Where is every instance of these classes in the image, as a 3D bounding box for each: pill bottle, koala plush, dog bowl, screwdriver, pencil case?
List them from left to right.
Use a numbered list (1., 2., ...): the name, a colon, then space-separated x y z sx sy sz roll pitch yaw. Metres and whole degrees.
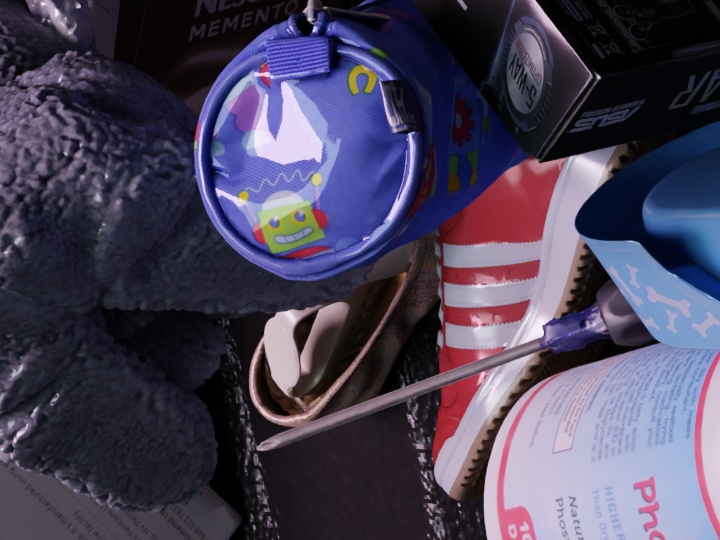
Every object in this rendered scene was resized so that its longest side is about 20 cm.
1. koala plush: -0.125 -0.040 1.100 0.177 0.184 0.200 -50 49 16
2. pencil case: 0.011 -0.057 0.967 0.078 0.200 0.087 4 103 18
3. screwdriver: 0.054 0.029 1.071 0.029 0.200 0.028 -97 -15 -46
4. pill bottle: 0.140 0.072 1.012 0.200 0.109 0.109 -21 88 55
5. dog bowl: 0.161 -0.015 0.951 0.200 0.111 0.050 -1 117 54

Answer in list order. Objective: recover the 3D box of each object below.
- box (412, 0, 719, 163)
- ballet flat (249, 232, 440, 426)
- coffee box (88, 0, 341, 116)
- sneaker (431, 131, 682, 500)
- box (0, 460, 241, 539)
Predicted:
1. box: 0.068 -0.136 0.969 0.200 0.160 0.044 55 135 21
2. ballet flat: 0.000 0.000 1.206 0.068 0.067 0.200 49 139 27
3. coffee box: -0.086 -0.078 1.246 0.080 0.114 0.200 45 138 32
4. sneaker: 0.044 -0.011 1.123 0.112 0.071 0.200 36 125 22
5. box: -0.200 0.120 1.355 0.131 0.200 0.199 27 163 45
